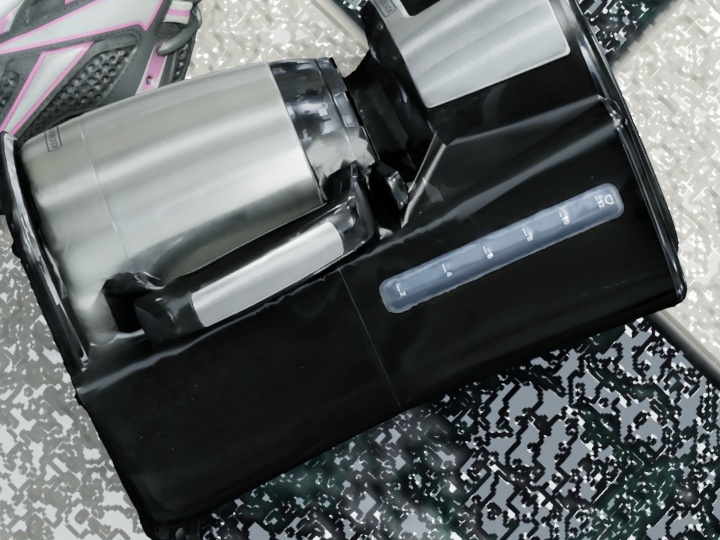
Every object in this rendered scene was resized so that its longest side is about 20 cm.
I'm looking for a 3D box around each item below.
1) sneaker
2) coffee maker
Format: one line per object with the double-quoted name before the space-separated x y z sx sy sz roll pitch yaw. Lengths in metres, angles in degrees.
"sneaker" -0.084 -0.101 0.920 0.200 0.080 0.086 -43 98 8
"coffee maker" 0.000 0.000 0.884 0.199 0.193 0.135 -22 45 -1
